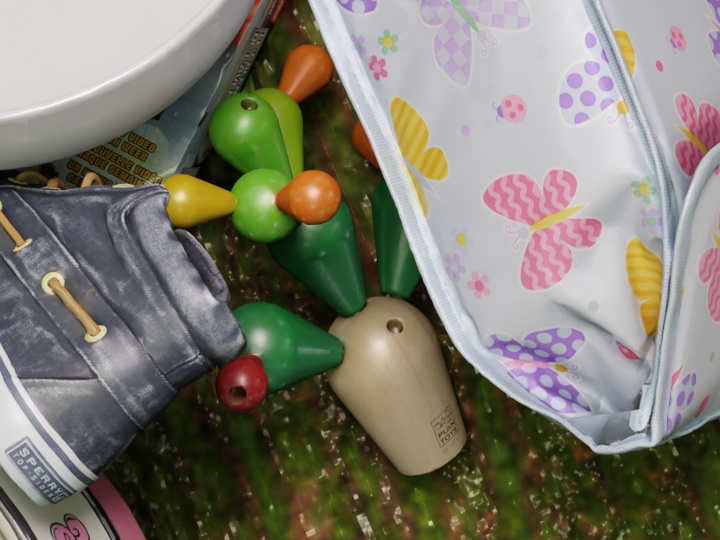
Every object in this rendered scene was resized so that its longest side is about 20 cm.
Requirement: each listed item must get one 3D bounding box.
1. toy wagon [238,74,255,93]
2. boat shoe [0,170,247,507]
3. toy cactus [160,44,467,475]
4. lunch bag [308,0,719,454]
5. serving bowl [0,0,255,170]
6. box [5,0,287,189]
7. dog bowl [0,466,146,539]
[{"bbox_3d":[-0.127,-0.112,1.016,0.154,0.040,0.202,-11,85,8],"label":"toy wagon"},{"bbox_3d":[-0.104,-0.005,0.876,0.091,0.071,0.200,-34,41,-1],"label":"boat shoe"},{"bbox_3d":[0.000,0.000,0.955,0.102,0.200,0.166,-8,120,40],"label":"toy cactus"},{"bbox_3d":[0.096,-0.043,0.904,0.127,0.169,0.201,-23,84,32],"label":"lunch bag"},{"bbox_3d":[-0.122,-0.108,0.898,0.198,0.066,0.201,-4,53,6],"label":"serving bowl"},{"bbox_3d":[-0.144,-0.094,0.977,0.199,0.040,0.138,28,92,9],"label":"box"},{"bbox_3d":[-0.149,0.135,0.900,0.199,0.074,0.202,8,105,33],"label":"dog bowl"}]
